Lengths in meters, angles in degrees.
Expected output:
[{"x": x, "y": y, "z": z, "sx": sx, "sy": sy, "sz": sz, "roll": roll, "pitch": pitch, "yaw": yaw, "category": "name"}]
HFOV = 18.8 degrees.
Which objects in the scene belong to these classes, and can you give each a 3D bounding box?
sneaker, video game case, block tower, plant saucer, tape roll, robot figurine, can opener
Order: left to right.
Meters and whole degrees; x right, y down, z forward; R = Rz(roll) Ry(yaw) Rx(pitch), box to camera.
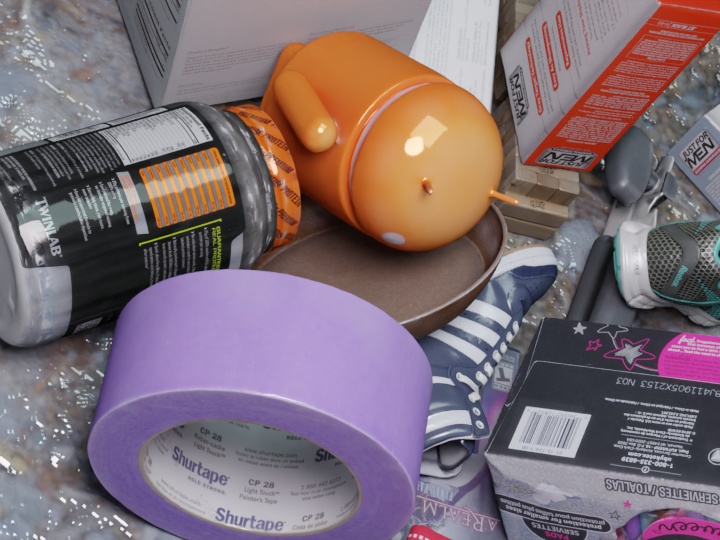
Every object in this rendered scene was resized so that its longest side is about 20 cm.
[{"x": -0.059, "y": 0.090, "z": 1.307, "sx": 0.199, "sy": 0.200, "sz": 0.085, "roll": 21, "pitch": 54, "yaw": -14, "category": "tape roll"}, {"x": 0.000, "y": 0.000, "z": 1.434, "sx": 0.199, "sy": 0.035, "sz": 0.201, "roll": -7, "pitch": 31, "yaw": 4, "category": "plant saucer"}, {"x": 0.012, "y": -0.084, "z": 1.418, "sx": 0.116, "sy": 0.144, "sz": 0.200, "roll": -40, "pitch": 43, "yaw": -16, "category": "robot figurine"}, {"x": 0.035, "y": 0.121, "z": 1.452, "sx": 0.142, "sy": 0.019, "sz": 0.201, "roll": 18, "pitch": 55, "yaw": -17, "category": "video game case"}, {"x": 0.074, "y": 0.064, "z": 1.448, "sx": 0.199, "sy": 0.070, "sz": 0.109, "roll": -27, "pitch": 71, "yaw": -29, "category": "sneaker"}, {"x": 0.127, "y": -0.125, "z": 1.621, "sx": 0.058, "sy": 0.054, "sz": 0.201, "roll": 13, "pitch": 57, "yaw": -21, "category": "block tower"}, {"x": 0.179, "y": -0.020, "z": 1.581, "sx": 0.067, "sy": 0.053, "sz": 0.201, "roll": 43, "pitch": 49, "yaw": -23, "category": "can opener"}, {"x": 0.266, "y": -0.001, "z": 1.565, "sx": 0.199, "sy": 0.091, "sz": 0.078, "roll": -1, "pitch": 85, "yaw": -53, "category": "sneaker"}]

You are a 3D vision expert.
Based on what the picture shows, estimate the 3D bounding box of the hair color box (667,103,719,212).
[{"x": 0.344, "y": -0.053, "z": 1.686, "sx": 0.200, "sy": 0.061, "sz": 0.099, "roll": 49, "pitch": 52, "yaw": 6, "category": "hair color box"}]

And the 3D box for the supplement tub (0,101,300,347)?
[{"x": -0.146, "y": -0.035, "z": 1.374, "sx": 0.199, "sy": 0.123, "sz": 0.123, "roll": -17, "pitch": 71, "yaw": -27, "category": "supplement tub"}]

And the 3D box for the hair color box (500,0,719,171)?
[{"x": 0.172, "y": -0.164, "z": 1.506, "sx": 0.061, "sy": 0.200, "sz": 0.102, "roll": 5, "pitch": 60, "yaw": -24, "category": "hair color box"}]

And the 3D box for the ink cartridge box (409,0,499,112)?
[{"x": 0.001, "y": -0.175, "z": 1.603, "sx": 0.199, "sy": 0.047, "sz": 0.161, "roll": 11, "pitch": 57, "yaw": -6, "category": "ink cartridge box"}]

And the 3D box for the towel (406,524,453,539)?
[{"x": 0.061, "y": 0.264, "z": 1.278, "sx": 0.144, "sy": 0.022, "sz": 0.201, "roll": 28, "pitch": 56, "yaw": -8, "category": "towel"}]

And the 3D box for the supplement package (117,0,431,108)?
[{"x": -0.056, "y": -0.233, "z": 1.475, "sx": 0.190, "sy": 0.200, "sz": 0.148, "roll": -12, "pitch": 64, "yaw": -21, "category": "supplement package"}]

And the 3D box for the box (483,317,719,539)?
[{"x": 0.199, "y": 0.125, "z": 1.413, "sx": 0.199, "sy": 0.115, "sz": 0.132, "roll": 6, "pitch": 47, "yaw": 25, "category": "box"}]
